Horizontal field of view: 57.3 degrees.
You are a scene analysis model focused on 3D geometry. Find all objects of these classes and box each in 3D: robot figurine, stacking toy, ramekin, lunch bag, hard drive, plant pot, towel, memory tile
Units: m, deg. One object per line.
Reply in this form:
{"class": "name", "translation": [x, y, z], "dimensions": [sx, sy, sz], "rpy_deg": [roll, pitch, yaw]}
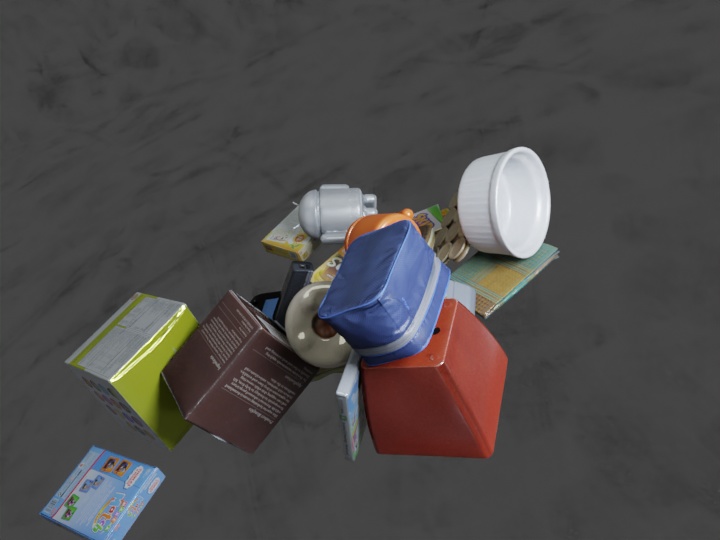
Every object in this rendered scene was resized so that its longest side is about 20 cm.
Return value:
{"class": "robot figurine", "translation": [0.043, -0.052, 1.270], "dimensions": [0.199, 0.115, 0.146], "rpy_deg": [5, 86, 60]}
{"class": "stacking toy", "translation": [-0.045, 0.089, 1.195], "dimensions": [0.144, 0.148, 0.200], "rpy_deg": [-20, -2, 9]}
{"class": "ramekin", "translation": [0.268, -0.125, 1.236], "dimensions": [0.097, 0.202, 0.201], "rpy_deg": [3, 44, 44]}
{"class": "lunch bag", "translation": [0.045, 0.033, 0.970], "dimensions": [0.135, 0.133, 0.201], "rpy_deg": [-17, 35, 40]}
{"class": "hard drive", "translation": [-0.130, 0.045, 1.262], "dimensions": [0.200, 0.042, 0.136], "rpy_deg": [-148, 78, -82]}
{"class": "plant pot", "translation": [0.105, 0.156, 1.039], "dimensions": [0.198, 0.177, 0.201], "rpy_deg": [-5, 41, 26]}
{"class": "robot figurine", "translation": [-0.059, -0.133, 1.528], "dimensions": [0.197, 0.114, 0.171], "rpy_deg": [-3, 53, -2]}
{"class": "towel", "translation": [0.263, 0.001, 1.267], "dimensions": [0.199, 0.022, 0.146], "rpy_deg": [-39, 37, -14]}
{"class": "memory tile", "translation": [0.201, -0.095, 1.339], "dimensions": [0.153, 0.017, 0.202], "rpy_deg": [-24, 37, 63]}

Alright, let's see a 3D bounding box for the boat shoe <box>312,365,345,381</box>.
{"class": "boat shoe", "translation": [-0.067, 0.161, 1.239], "dimensions": [0.198, 0.064, 0.074], "rpy_deg": [-8, 40, 24]}

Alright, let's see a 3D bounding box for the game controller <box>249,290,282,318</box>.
{"class": "game controller", "translation": [-0.162, 0.087, 1.411], "dimensions": [0.198, 0.042, 0.105], "rpy_deg": [-9, 39, 25]}

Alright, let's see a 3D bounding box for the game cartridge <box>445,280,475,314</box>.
{"class": "game cartridge", "translation": [0.108, 0.072, 1.195], "dimensions": [0.197, 0.042, 0.135], "rpy_deg": [4, 61, 9]}

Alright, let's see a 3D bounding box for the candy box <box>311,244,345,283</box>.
{"class": "candy box", "translation": [0.000, 0.000, 1.370], "dimensions": [0.200, 0.056, 0.115], "rpy_deg": [-41, 63, -20]}

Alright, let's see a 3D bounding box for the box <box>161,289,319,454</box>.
{"class": "box", "translation": [-0.216, 0.180, 1.184], "dimensions": [0.200, 0.166, 0.164], "rpy_deg": [-49, 39, -3]}

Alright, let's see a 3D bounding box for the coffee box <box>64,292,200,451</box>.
{"class": "coffee box", "translation": [-0.407, 0.192, 1.291], "dimensions": [0.196, 0.201, 0.200], "rpy_deg": [6, 45, 43]}

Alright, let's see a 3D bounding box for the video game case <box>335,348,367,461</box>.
{"class": "video game case", "translation": [0.005, 0.177, 1.077], "dimensions": [0.022, 0.183, 0.201], "rpy_deg": [10, 46, 14]}

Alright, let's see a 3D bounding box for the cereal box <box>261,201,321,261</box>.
{"class": "cereal box", "translation": [-0.133, -0.110, 1.638], "dimensions": [0.143, 0.040, 0.200], "rpy_deg": [16, 53, 43]}

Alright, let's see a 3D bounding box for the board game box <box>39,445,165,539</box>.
{"class": "board game box", "translation": [-0.474, 0.413, 1.209], "dimensions": [0.198, 0.037, 0.152], "rpy_deg": [3, 45, 36]}

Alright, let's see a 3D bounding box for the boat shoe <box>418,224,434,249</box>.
{"class": "boat shoe", "translation": [0.106, 0.003, 1.317], "dimensions": [0.071, 0.076, 0.201], "rpy_deg": [-5, 49, 52]}

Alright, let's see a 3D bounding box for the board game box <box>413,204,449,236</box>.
{"class": "board game box", "translation": [0.110, -0.085, 1.466], "dimensions": [0.198, 0.030, 0.096], "rpy_deg": [-20, 37, 6]}
